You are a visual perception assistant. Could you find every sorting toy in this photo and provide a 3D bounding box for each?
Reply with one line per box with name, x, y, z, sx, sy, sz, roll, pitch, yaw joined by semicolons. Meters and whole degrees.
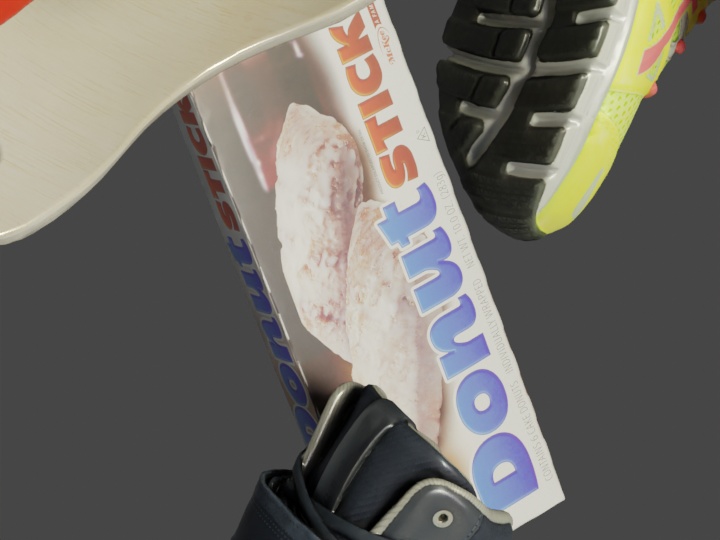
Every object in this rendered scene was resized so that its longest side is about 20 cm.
sorting toy;-0.090;-0.110;0.701;0.200;0.107;0.180;47;61;-37

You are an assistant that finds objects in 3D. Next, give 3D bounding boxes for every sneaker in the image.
sneaker;-0.047;0.096;0.775;0.202;0.077;0.146;12;114;-38
sneaker;0.093;-0.100;0.852;0.090;0.078;0.200;21;88;-36

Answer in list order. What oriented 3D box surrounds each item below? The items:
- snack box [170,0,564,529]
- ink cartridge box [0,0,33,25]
snack box;0.000;0.000;0.840;0.072;0.024;0.200;-29;109;-23
ink cartridge box;-0.075;-0.142;0.604;0.174;0.044;0.200;-40;137;-15
